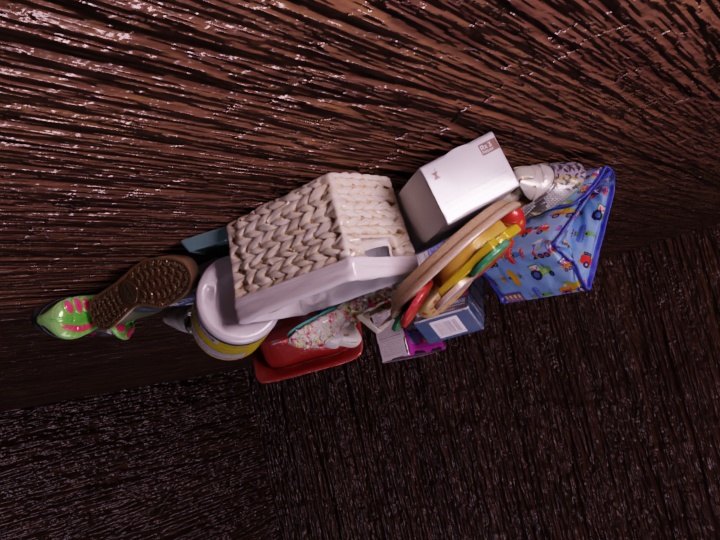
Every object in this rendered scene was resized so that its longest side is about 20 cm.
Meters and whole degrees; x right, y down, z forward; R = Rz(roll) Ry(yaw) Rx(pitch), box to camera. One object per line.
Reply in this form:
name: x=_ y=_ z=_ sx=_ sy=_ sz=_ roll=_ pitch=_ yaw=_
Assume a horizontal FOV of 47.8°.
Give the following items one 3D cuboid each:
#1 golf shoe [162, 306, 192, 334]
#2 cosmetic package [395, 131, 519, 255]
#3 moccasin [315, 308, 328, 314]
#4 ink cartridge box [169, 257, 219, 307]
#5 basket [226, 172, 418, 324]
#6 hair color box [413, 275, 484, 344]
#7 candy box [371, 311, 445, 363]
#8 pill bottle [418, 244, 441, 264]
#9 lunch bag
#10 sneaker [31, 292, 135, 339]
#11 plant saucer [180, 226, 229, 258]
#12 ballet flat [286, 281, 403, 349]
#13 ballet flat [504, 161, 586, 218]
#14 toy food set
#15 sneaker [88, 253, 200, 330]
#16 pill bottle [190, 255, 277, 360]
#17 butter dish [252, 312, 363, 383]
golf shoe: x=-0.289 y=0.083 z=1.545 sx=0.096 sy=0.080 sz=0.199 roll=1 pitch=175 yaw=30
cosmetic package: x=0.100 y=-0.081 z=0.959 sx=0.100 sy=0.075 sz=0.200 roll=-28 pitch=177 yaw=-13
moccasin: x=0.000 y=0.000 z=1.133 sx=0.201 sy=0.068 sz=0.080 roll=-51 pitch=169 yaw=31
ink cartridge box: x=-0.247 y=0.022 z=1.247 sx=0.197 sy=0.040 sz=0.099 roll=-19 pitch=171 yaw=33
basket: x=-0.051 y=-0.025 z=0.956 sx=0.198 sy=0.126 sz=0.134 roll=-22 pitch=169 yaw=37
hair color box: x=0.146 y=0.011 z=1.312 sx=0.099 sy=0.203 sz=0.061 roll=-18 pitch=132 yaw=27
candy box: x=0.068 y=0.049 z=1.390 sx=0.060 sy=0.204 sz=0.135 roll=-18 pitch=169 yaw=31
pill bottle: x=0.111 y=-0.031 z=1.241 sx=0.197 sy=0.114 sz=0.112 roll=-18 pitch=171 yaw=26
lunch bag: x=0.267 y=-0.065 z=1.136 sx=0.149 sy=0.094 sz=0.202 roll=-13 pitch=-143 yaw=49
sneaker: x=-0.402 y=0.064 z=1.199 sx=0.082 sy=0.079 sz=0.199 roll=2 pitch=175 yaw=21
plant saucer: x=-0.165 y=-0.032 z=1.097 sx=0.069 sy=0.019 sz=0.200 roll=-16 pitch=173 yaw=15
ballet flat: x=-0.002 y=0.060 z=1.065 sx=0.198 sy=0.064 sz=0.076 roll=-31 pitch=170 yaw=-23
ballet flat: x=0.206 y=-0.101 z=1.097 sx=0.198 sy=0.073 sz=0.072 roll=-26 pitch=169 yaw=18
toy food set: x=0.108 y=-0.002 z=0.916 sx=0.200 sy=0.049 sz=0.197 roll=-45 pitch=171 yaw=31
sneaker: x=-0.280 y=0.020 z=1.117 sx=0.198 sy=0.068 sz=0.090 roll=-24 pitch=-178 yaw=30
pill bottle: x=-0.174 y=0.059 z=1.108 sx=0.112 sy=0.117 sz=0.200 roll=-11 pitch=169 yaw=-17
butter dish: x=-0.110 y=0.059 z=1.361 sx=0.196 sy=0.203 sz=0.148 roll=-15 pitch=149 yaw=8
